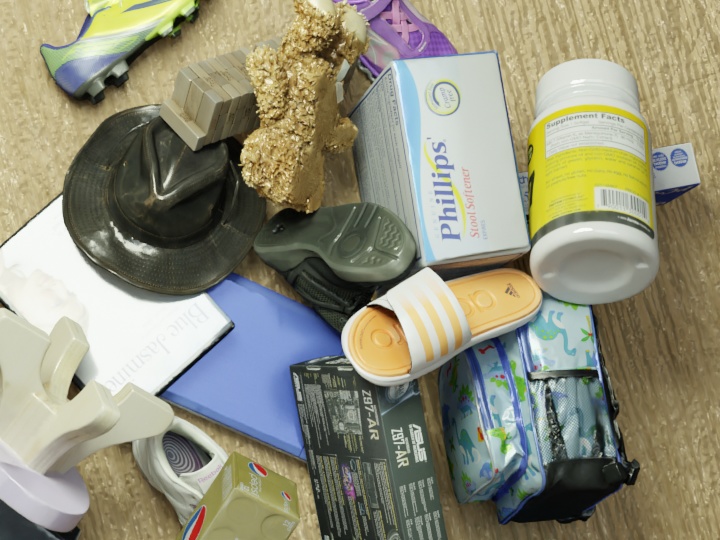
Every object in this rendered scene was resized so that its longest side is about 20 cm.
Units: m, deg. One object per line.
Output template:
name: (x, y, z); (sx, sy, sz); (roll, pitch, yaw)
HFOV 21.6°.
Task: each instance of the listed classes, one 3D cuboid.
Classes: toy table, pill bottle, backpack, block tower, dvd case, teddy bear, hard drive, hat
toy table: (-0.261, 0.120, 1.586); (0.184, 0.200, 0.117); (32, 98, -40)
pill bottle: (0.204, -0.081, 1.671); (0.114, 0.114, 0.201); (10, 55, -11)
backpack: (0.150, 0.116, 1.702); (0.146, 0.183, 0.201); (-1, 71, -11)
block tower: (-0.086, -0.172, 1.718); (0.199, 0.058, 0.054); (-26, 61, -38)
dvd case: (-0.230, 0.025, 1.696); (0.143, 0.018, 0.200); (-42, 82, -12)
teddy bear: (-0.053, -0.155, 1.669); (0.066, 0.145, 0.201); (14, 100, 31)
hard drive: (-0.107, 0.079, 1.730); (0.199, 0.025, 0.133); (24, 76, -8)
hat: (-0.167, -0.081, 1.691); (0.199, 0.081, 0.202); (9, 60, -17)

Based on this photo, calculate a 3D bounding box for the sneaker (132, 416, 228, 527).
sneaker: (-0.129, 0.210, 1.665); (0.075, 0.100, 0.200); (-41, 92, -18)

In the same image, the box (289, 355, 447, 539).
box: (0.007, 0.176, 1.651); (0.043, 0.160, 0.201); (-13, 93, -29)

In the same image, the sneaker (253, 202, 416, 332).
sneaker: (0.000, 0.000, 1.671); (0.114, 0.199, 0.076); (46, 64, -29)

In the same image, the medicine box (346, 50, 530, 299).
medicine box: (0.067, -0.082, 1.707); (0.102, 0.200, 0.183); (-7, 82, -14)

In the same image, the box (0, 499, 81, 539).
box: (-0.359, 0.220, 1.592); (0.200, 0.107, 0.149); (41, 88, -3)

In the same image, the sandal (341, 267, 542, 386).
sandal: (0.073, 0.028, 1.591); (0.206, 0.059, 0.079); (-22, 62, -31)

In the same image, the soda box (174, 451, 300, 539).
soda box: (-0.130, 0.259, 1.620); (0.068, 0.064, 0.200); (28, 109, -16)

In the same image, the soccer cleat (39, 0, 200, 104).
soccer cleat: (-0.209, -0.240, 1.744); (0.200, 0.065, 0.084); (-43, 89, -16)

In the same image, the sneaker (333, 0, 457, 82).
sneaker: (0.016, -0.243, 1.783); (0.200, 0.088, 0.081); (41, 73, -4)

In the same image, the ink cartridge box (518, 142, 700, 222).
ink cartridge box: (0.212, -0.076, 1.794); (0.199, 0.094, 0.044); (-11, 82, -15)
